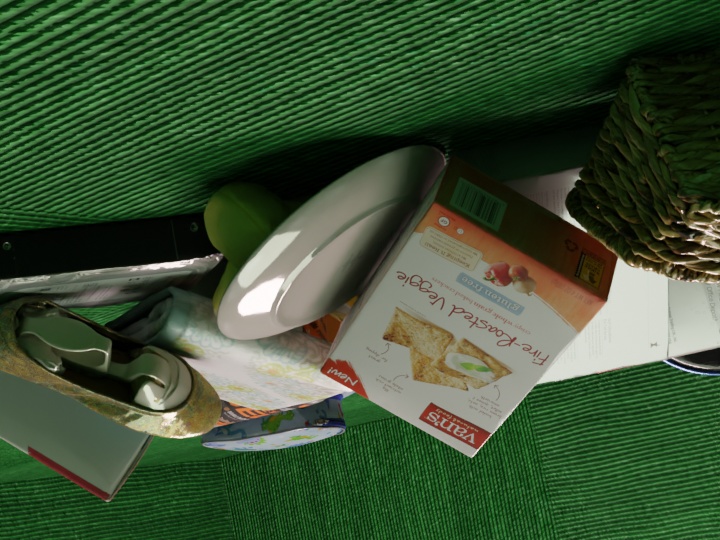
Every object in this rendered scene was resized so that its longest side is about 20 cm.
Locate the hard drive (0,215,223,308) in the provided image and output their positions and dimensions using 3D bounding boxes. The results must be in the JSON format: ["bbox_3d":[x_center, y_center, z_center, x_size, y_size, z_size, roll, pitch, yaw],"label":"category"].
[{"bbox_3d":[-0.214,0.000,1.107,0.199,0.038,0.140,-6,169,-23],"label":"hard drive"}]

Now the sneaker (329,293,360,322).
[{"bbox_3d":[0.000,0.000,1.236,0.075,0.090,0.200,35,179,-20],"label":"sneaker"}]

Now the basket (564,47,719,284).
[{"bbox_3d":[0.254,-0.045,0.926,0.199,0.143,0.149,-8,147,-17],"label":"basket"}]

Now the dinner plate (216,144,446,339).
[{"bbox_3d":[-0.013,-0.011,1.026,0.200,0.024,0.200,-36,163,-13],"label":"dinner plate"}]

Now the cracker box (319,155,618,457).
[{"bbox_3d":[0.072,0.031,1.029,0.133,0.058,0.200,29,134,-4],"label":"cracker box"}]

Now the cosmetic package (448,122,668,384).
[{"bbox_3d":[0.149,-0.008,1.077,0.150,0.052,0.201,-9,129,0],"label":"cosmetic package"}]

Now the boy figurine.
[{"bbox_3d":[-0.067,-0.012,1.070,0.124,0.064,0.200,-46,165,2],"label":"boy figurine"}]

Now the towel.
[{"bbox_3d":[-0.112,0.068,1.210,0.170,0.049,0.200,17,163,-23],"label":"towel"}]

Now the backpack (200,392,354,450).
[{"bbox_3d":[-0.092,0.124,1.629,0.182,0.148,0.200,-13,173,29],"label":"backpack"}]

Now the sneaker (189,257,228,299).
[{"bbox_3d":[-0.090,0.024,1.301,0.099,0.071,0.200,-7,175,-33],"label":"sneaker"}]

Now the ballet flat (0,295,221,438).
[{"bbox_3d":[-0.186,0.072,1.093,0.199,0.071,0.071,24,157,-20],"label":"ballet flat"}]

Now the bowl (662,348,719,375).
[{"bbox_3d":[0.312,0.001,1.250,0.199,0.202,0.039,-12,-153,8],"label":"bowl"}]

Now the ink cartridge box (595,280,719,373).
[{"bbox_3d":[0.267,-0.016,1.172,0.199,0.145,0.084,-12,-153,10],"label":"ink cartridge box"}]

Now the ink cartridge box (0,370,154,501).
[{"bbox_3d":[-0.254,0.107,1.219,0.147,0.086,0.200,33,173,-12],"label":"ink cartridge box"}]

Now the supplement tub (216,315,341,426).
[{"bbox_3d":[-0.103,0.083,1.450,0.199,0.123,0.122,-16,169,26],"label":"supplement tub"}]
